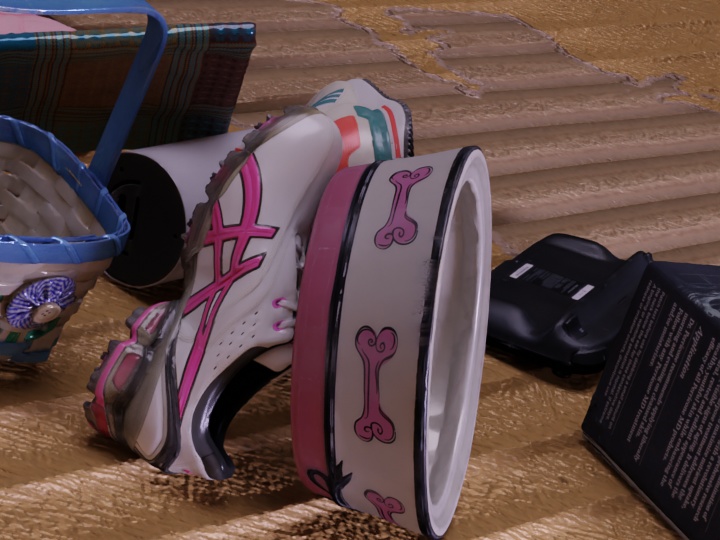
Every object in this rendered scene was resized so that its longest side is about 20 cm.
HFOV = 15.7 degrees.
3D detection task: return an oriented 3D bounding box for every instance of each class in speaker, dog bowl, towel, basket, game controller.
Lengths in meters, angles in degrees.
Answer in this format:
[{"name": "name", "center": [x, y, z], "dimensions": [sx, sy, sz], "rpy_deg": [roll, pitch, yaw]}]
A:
[{"name": "speaker", "center": [-0.078, -0.043, 1.572], "dimensions": [0.081, 0.082, 0.200], "rpy_deg": [30, 24, 27]}, {"name": "dog bowl", "center": [0.017, 0.033, 1.335], "dimensions": [0.073, 0.202, 0.200], "rpy_deg": [5, 20, 11]}, {"name": "towel", "center": [-0.167, -0.102, 1.526], "dimensions": [0.198, 0.147, 0.022], "rpy_deg": [-4, 69, -13]}, {"name": "basket", "center": [-0.195, -0.051, 1.331], "dimensions": [0.175, 0.201, 0.139], "rpy_deg": [-2, 29, -40]}, {"name": "game controller", "center": [0.132, 0.020, 1.667], "dimensions": [0.104, 0.042, 0.200], "rpy_deg": [11, 18, 21]}]

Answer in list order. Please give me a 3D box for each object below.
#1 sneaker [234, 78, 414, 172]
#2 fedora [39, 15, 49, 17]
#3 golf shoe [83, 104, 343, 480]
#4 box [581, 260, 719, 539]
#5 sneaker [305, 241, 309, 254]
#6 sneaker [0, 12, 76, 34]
[{"name": "sneaker", "center": [-0.032, -0.068, 1.471], "dimensions": [0.093, 0.071, 0.200], "rpy_deg": [-5, 9, -12]}, {"name": "fedora", "center": [-0.270, -0.211, 1.812], "dimensions": [0.199, 0.082, 0.201], "rpy_deg": [22, 20, -8]}, {"name": "golf shoe", "center": [-0.054, 0.013, 1.332], "dimensions": [0.092, 0.201, 0.073], "rpy_deg": [27, -6, 22]}, {"name": "box", "center": [0.268, 0.097, 1.475], "dimensions": [0.199, 0.125, 0.197], "rpy_deg": [4, 28, -33]}, {"name": "sneaker", "center": [0.000, 0.000, 1.523], "dimensions": [0.077, 0.080, 0.200], "rpy_deg": [41, 27, 6]}, {"name": "sneaker", "center": [-0.220, -0.122, 1.646], "dimensions": [0.104, 0.076, 0.200], "rpy_deg": [22, 17, 23]}]
